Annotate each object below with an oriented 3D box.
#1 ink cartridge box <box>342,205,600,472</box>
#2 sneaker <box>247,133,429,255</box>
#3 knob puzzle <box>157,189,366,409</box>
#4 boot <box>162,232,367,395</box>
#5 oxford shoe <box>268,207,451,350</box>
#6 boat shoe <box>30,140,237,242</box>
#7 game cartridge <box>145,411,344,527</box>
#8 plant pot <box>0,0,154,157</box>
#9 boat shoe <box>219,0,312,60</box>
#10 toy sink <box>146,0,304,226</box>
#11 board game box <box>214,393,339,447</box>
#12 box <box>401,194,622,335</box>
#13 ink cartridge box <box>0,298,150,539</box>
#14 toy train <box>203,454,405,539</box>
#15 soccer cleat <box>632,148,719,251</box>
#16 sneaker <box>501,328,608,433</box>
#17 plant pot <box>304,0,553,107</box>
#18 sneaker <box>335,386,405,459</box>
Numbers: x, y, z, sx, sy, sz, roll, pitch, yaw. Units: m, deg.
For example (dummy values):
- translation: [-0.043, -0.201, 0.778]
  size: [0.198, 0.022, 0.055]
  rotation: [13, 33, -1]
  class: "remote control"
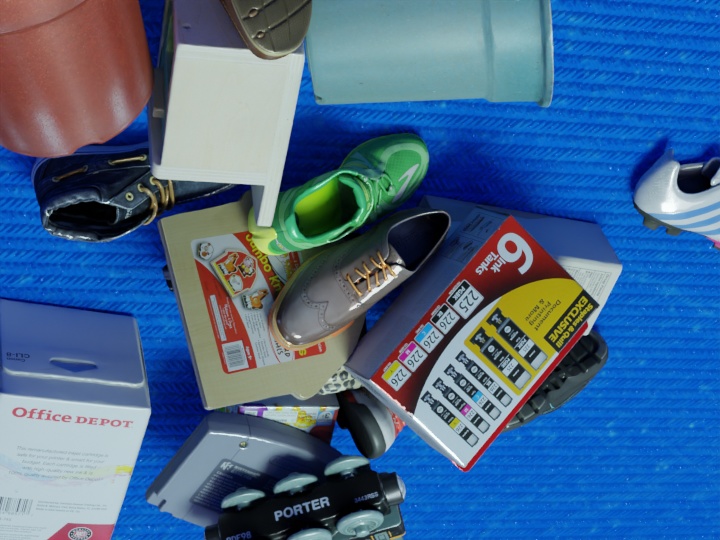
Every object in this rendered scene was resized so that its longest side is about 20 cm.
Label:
- translation: [0.117, 0.073, 1.528]
  size: [0.176, 0.084, 0.200]
  rotation: [43, 83, -20]
  class: "ink cartridge box"
- translation: [-0.006, -0.065, 1.499]
  size: [0.200, 0.084, 0.074]
  rotation: [-31, 108, -30]
  class: "sneaker"
- translation: [-0.079, 0.024, 1.505]
  size: [0.219, 0.220, 0.030]
  rotation: [15, 159, -25]
  class: "knob puzzle"
- translation: [-0.081, 0.048, 1.572]
  size: [0.203, 0.073, 0.154]
  rotation: [-8, 99, -14]
  class: "boot"
- translation: [0.000, 0.000, 1.491]
  size: [0.200, 0.073, 0.071]
  rotation: [-40, 96, -25]
  class: "oxford shoe"
- translation: [-0.192, -0.070, 1.474]
  size: [0.200, 0.091, 0.071]
  rotation: [-6, 129, -11]
  class: "boat shoe"
- translation: [-0.095, 0.212, 1.627]
  size: [0.200, 0.042, 0.133]
  rotation: [26, 114, -29]
  class: "game cartridge"
- translation: [-0.256, -0.208, 1.294]
  size: [0.200, 0.201, 0.195]
  rotation: [-17, 138, -2]
  class: "plant pot"
- translation: [-0.093, -0.254, 1.301]
  size: [0.072, 0.200, 0.068]
  rotation: [-14, 166, -25]
  class: "boat shoe"
- translation: [-0.122, -0.150, 1.394]
  size: [0.112, 0.130, 0.200]
  rotation: [3, 137, -12]
  class: "toy sink"
- translation: [-0.097, 0.181, 1.692]
  size: [0.103, 0.105, 0.200]
  rotation: [1, 126, -15]
  class: "board game box"
- translation: [0.146, -0.004, 1.629]
  size: [0.200, 0.078, 0.095]
  rotation: [10, 124, -22]
  class: "box"
- translation: [-0.299, 0.152, 1.586]
  size: [0.145, 0.145, 0.200]
  rotation: [8, 125, -21]
  class: "ink cartridge box"
- translation: [-0.049, 0.246, 1.588]
  size: [0.200, 0.085, 0.114]
  rotation: [-18, 149, 2]
  class: "toy train"
- translation: [0.369, -0.066, 1.647]
  size: [0.200, 0.070, 0.086]
  rotation: [13, 123, -24]
  class: "soccer cleat"
- translation: [0.177, 0.134, 1.728]
  size: [0.200, 0.075, 0.079]
  rotation: [-24, 149, -23]
  class: "sneaker"
- translation: [0.049, -0.222, 1.366]
  size: [0.196, 0.200, 0.200]
  rotation: [-8, 130, 1]
  class: "plant pot"
- translation: [0.034, 0.130, 1.644]
  size: [0.108, 0.201, 0.067]
  rotation: [-18, 97, -8]
  class: "sneaker"
